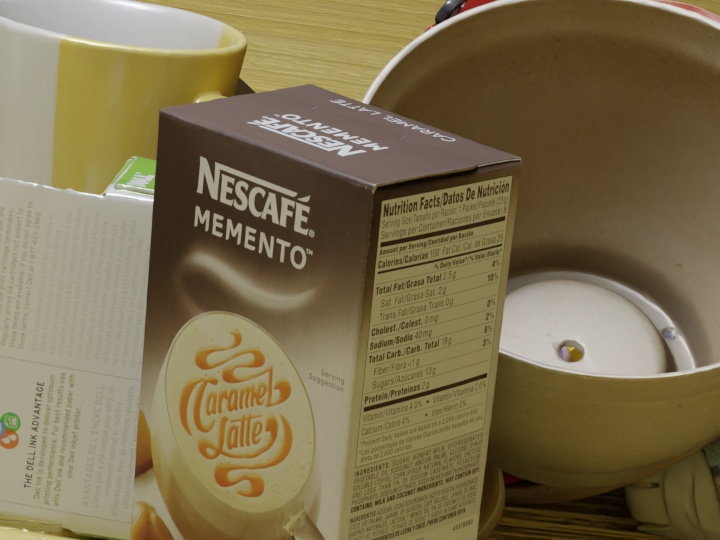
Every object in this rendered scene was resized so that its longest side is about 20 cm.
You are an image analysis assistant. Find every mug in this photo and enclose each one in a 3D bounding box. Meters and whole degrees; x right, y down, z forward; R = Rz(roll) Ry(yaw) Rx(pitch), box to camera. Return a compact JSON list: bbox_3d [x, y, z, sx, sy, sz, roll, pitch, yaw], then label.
[{"bbox_3d":[-0.139,-0.059,1.319,0.149,0.154,0.187,3,16,-27],"label":"mug"}]

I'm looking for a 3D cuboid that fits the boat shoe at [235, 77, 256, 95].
[{"bbox_3d":[-0.053,-0.044,1.407,0.200,0.065,0.072,44,16,13],"label":"boat shoe"}]

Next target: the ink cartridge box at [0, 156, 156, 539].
[{"bbox_3d":[-0.110,0.028,1.005,0.200,0.148,0.076,10,14,2],"label":"ink cartridge box"}]

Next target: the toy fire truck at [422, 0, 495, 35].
[{"bbox_3d":[0.040,-0.094,1.478,0.049,0.200,0.141,41,17,6],"label":"toy fire truck"}]

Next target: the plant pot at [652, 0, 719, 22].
[{"bbox_3d":[0.121,-0.040,1.370,0.201,0.201,0.195,20,25,36],"label":"plant pot"}]

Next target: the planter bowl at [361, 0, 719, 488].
[{"bbox_3d":[0.090,0.004,0.989,0.200,0.135,0.201,2,50,-3],"label":"planter bowl"}]

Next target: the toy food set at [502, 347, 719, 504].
[{"bbox_3d":[0.114,0.041,1.128,0.198,0.049,0.200,-38,24,-26],"label":"toy food set"}]

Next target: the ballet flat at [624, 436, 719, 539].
[{"bbox_3d":[0.147,0.087,1.128,0.071,0.069,0.200,-12,19,-12],"label":"ballet flat"}]

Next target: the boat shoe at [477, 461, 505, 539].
[{"bbox_3d":[0.005,0.056,1.091,0.200,0.074,0.069,47,6,35],"label":"boat shoe"}]

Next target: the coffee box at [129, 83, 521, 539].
[{"bbox_3d":[-0.017,0.045,0.880,0.114,0.200,0.080,21,23,41],"label":"coffee box"}]
